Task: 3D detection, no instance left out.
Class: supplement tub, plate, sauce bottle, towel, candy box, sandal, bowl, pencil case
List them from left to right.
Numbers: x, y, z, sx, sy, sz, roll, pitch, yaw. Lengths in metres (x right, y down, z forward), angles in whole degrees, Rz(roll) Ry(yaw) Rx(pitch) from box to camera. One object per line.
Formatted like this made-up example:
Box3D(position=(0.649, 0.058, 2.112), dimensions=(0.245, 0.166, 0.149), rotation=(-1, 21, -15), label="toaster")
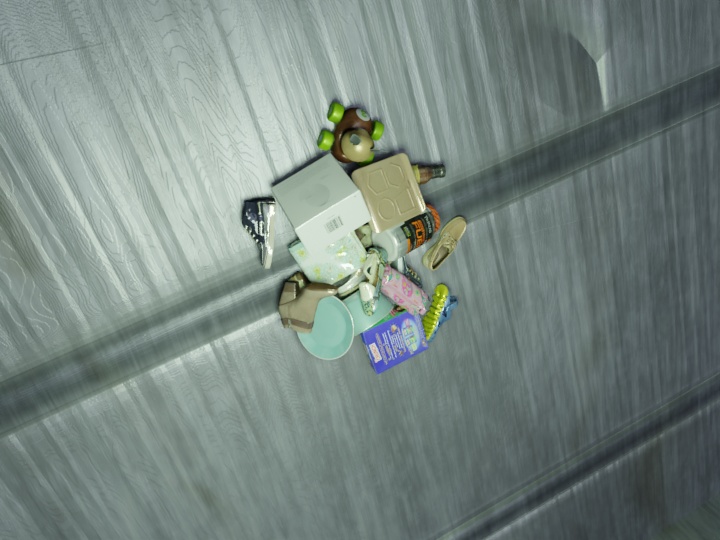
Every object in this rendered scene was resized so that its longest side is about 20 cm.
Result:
Box3D(position=(-0.103, 0.163, 1.656), dimensions=(0.026, 0.198, 0.203), rotation=(-21, 123, -62), label="plate")
Box3D(position=(-0.089, -0.049, 1.653), dimensions=(0.198, 0.048, 0.172), rotation=(-28, 112, 11), label="towel")
Box3D(position=(-0.040, -0.095, 1.686), dimensions=(0.198, 0.057, 0.081), rotation=(-4, 107, -19), label="sandal")
Box3D(position=(-0.007, 0.116, 1.710), dimensions=(0.200, 0.201, 0.106), rotation=(-32, 96, -8), label="bowl")
Box3D(position=(0.105, 0.216, 1.833), dimensions=(0.198, 0.077, 0.171), rotation=(-24, 115, -13), label="candy box")
Box3D(position=(0.124, 0.062, 1.716), dimensions=(0.199, 0.087, 0.088), rotation=(38, 92, -30), label="pencil case")
Box3D(position=(0.140, -0.121, 1.693), dimensions=(0.199, 0.122, 0.124), rotation=(-30, 117, -30), label="supplement tub")
Box3D(position=(0.163, -0.287, 1.699), dimensions=(0.198, 0.066, 0.067), rotation=(-11, 111, -19), label="sauce bottle")
Box3D(position=(0.268, 0.152, 1.876), dimensions=(0.086, 0.079, 0.202), rotation=(19, 101, -29), label="sandal")

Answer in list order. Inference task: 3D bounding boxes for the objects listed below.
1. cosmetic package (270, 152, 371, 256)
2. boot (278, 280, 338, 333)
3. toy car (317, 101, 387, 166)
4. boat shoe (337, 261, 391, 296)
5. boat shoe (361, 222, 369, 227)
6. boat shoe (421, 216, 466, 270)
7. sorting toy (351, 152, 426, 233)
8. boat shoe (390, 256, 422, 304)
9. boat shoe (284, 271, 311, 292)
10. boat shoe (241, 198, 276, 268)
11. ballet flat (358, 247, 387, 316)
Box3D(position=(-0.109, -0.183, 1.533), dimensions=(0.198, 0.201, 0.123), rotation=(-31, 140, -4), label="cosmetic package")
Box3D(position=(-0.151, 0.110, 1.622), dimensions=(0.070, 0.198, 0.148), rotation=(-18, 111, -58), label="boot")
Box3D(position=(-0.003, -0.363, 1.534), dimensions=(0.163, 0.200, 0.159), rotation=(17, 101, -25), label="toy car")
Box3D(position=(0.000, 0.000, 1.731), dimensions=(0.199, 0.075, 0.069), rotation=(-37, 105, -11), label="boat shoe")
Box3D(position=(0.044, -0.171, 1.646), dimensions=(0.199, 0.059, 0.072), rotation=(-20, 142, -49), label="boat shoe")
Box3D(position=(0.282, -0.083, 1.809), dimensions=(0.071, 0.065, 0.201), rotation=(35, 93, -26), label="boat shoe")
Box3D(position=(0.081, -0.223, 1.606), dimensions=(0.199, 0.036, 0.187), rotation=(-26, 98, -30), label="sorting toy")
Box3D(position=(0.147, 0.010, 1.789), dimensions=(0.090, 0.071, 0.203), rotation=(-13, 118, -17), label="boat shoe")
Box3D(position=(-0.156, 0.097, 1.708), dimensions=(0.076, 0.072, 0.201), rotation=(-33, 109, 9), label="boat shoe")
Box3D(position=(-0.292, -0.107, 1.587), dimensions=(0.092, 0.075, 0.203), rotation=(3, 98, -14), label="boat shoe")
Box3D(position=(0.027, 0.027, 1.612), dimensions=(0.074, 0.074, 0.203), rotation=(17, 73, -25), label="ballet flat")
